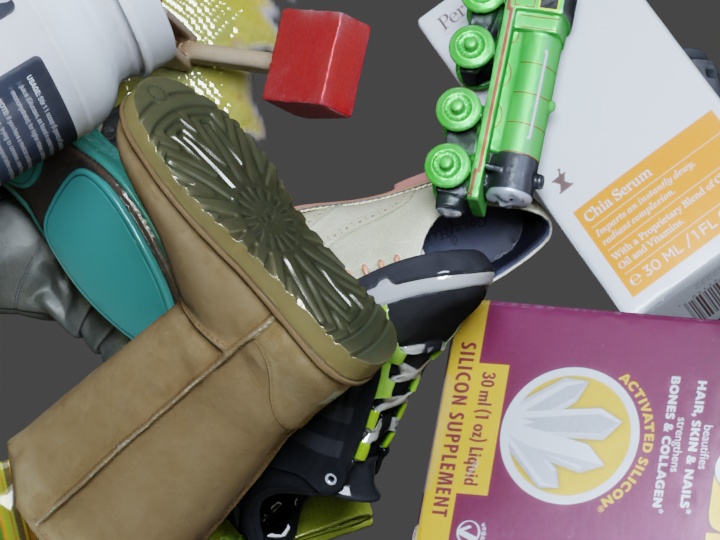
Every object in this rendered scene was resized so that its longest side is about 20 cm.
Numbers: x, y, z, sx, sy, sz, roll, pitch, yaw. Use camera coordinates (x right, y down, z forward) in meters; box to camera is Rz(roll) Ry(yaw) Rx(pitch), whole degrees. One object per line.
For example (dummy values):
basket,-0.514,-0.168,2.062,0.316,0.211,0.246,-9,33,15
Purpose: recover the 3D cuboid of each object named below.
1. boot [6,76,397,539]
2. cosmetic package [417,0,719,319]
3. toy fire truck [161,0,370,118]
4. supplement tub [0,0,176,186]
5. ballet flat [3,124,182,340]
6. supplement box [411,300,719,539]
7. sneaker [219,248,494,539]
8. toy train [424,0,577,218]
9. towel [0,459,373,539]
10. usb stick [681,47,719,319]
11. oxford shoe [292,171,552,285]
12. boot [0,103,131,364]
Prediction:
boot,-0.101,0.037,1.299,0.175,0.200,0.066,52,32,6
cosmetic package,0.126,-0.069,1.405,0.101,0.071,0.200,-37,64,6
toy fire truck,-0.110,-0.121,1.432,0.199,0.141,0.049,8,84,43
supplement tub,-0.197,-0.096,1.268,0.199,0.140,0.141,-32,73,-9
ballet flat,-0.133,-0.049,1.367,0.200,0.067,0.070,45,44,7
supplement box,0.137,0.097,1.325,0.199,0.103,0.132,4,69,18
sneaker,0.001,0.065,1.326,0.072,0.200,0.083,-6,62,-51
toy train,0.075,-0.118,1.379,0.056,0.042,0.201,8,75,11
towel,-0.099,0.113,1.388,0.199,0.018,0.086,-16,71,-7
usb stick,0.171,-0.017,1.433,0.055,0.033,0.201,-8,69,-3
oxford shoe,0.000,0.000,1.381,0.199,0.074,0.071,-26,108,-18
boot,-0.146,0.014,1.398,0.200,0.068,0.131,-33,74,-17
